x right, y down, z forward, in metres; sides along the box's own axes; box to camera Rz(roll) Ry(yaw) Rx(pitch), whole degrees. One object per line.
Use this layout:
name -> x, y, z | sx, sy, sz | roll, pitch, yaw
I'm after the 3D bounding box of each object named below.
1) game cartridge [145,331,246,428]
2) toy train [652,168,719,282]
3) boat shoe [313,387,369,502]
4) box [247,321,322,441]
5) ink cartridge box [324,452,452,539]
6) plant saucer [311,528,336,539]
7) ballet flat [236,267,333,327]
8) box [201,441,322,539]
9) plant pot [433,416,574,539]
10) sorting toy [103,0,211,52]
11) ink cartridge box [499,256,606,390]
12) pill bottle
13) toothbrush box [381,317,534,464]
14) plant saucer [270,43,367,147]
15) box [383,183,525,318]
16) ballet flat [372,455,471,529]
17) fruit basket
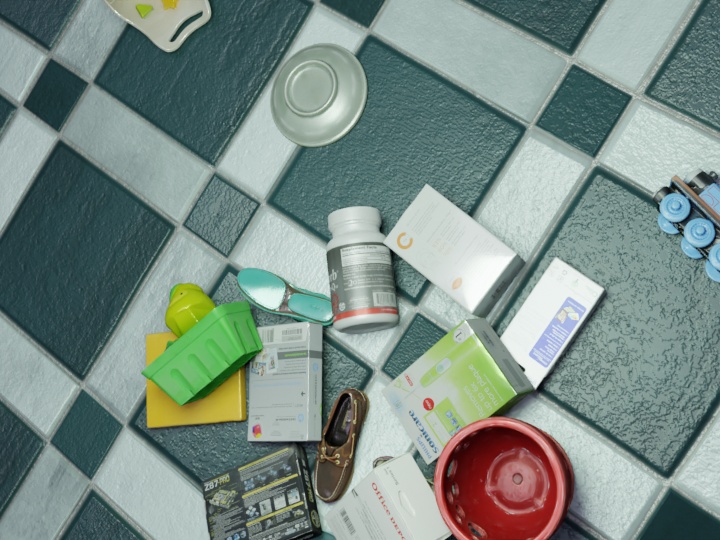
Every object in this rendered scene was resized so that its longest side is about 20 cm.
game cartridge -> -0.307, 0.198, 1.746 | 0.197, 0.032, 0.179 | -6, 78, 17
toy train -> 0.549, -0.072, 1.452 | 0.114, 0.087, 0.201 | -39, 68, 0
boat shoe -> -0.042, 0.299, 1.609 | 0.070, 0.070, 0.203 | 13, 86, 20
box -> -0.133, 0.197, 1.646 | 0.155, 0.041, 0.203 | -10, 75, 41
ink cartridge box -> 0.043, 0.404, 1.496 | 0.147, 0.084, 0.200 | 58, 139, 18
plant saucer -> -0.081, 0.540, 1.599 | 0.197, 0.036, 0.203 | -4, 80, 20
ballet flat -> -0.130, 0.055, 1.677 | 0.198, 0.070, 0.068 | 21, 76, 10
box -> -0.175, 0.411, 1.628 | 0.198, 0.049, 0.163 | -26, 59, 14
plant pot -> 0.228, 0.329, 1.443 | 0.198, 0.182, 0.204 | -3, 79, 19
sorting toy -> -0.385, -0.539, 1.870 | 0.199, 0.107, 0.181 | -37, 78, 10
ink cartridge box -> 0.305, 0.088, 1.535 | 0.099, 0.039, 0.201 | 36, 93, 22
pill bottle -> 0.000, 0.000, 1.620 | 0.114, 0.116, 0.203 | -11, 77, 18
toothbrush box -> 0.156, 0.195, 1.524 | 0.200, 0.086, 0.146 | -43, 69, 25
plant saucer -> -0.086, -0.333, 1.745 | 0.197, 0.050, 0.203 | -4, 79, 19
box -> 0.159, -0.030, 1.577 | 0.200, 0.097, 0.125 | 40, 95, 21
ballet flat -> 0.100, 0.368, 1.543 | 0.198, 0.071, 0.070 | 28, 88, 22
fruit basket -> -0.295, 0.107, 1.669 | 0.212, 0.155, 0.219 | 1, 92, 18
